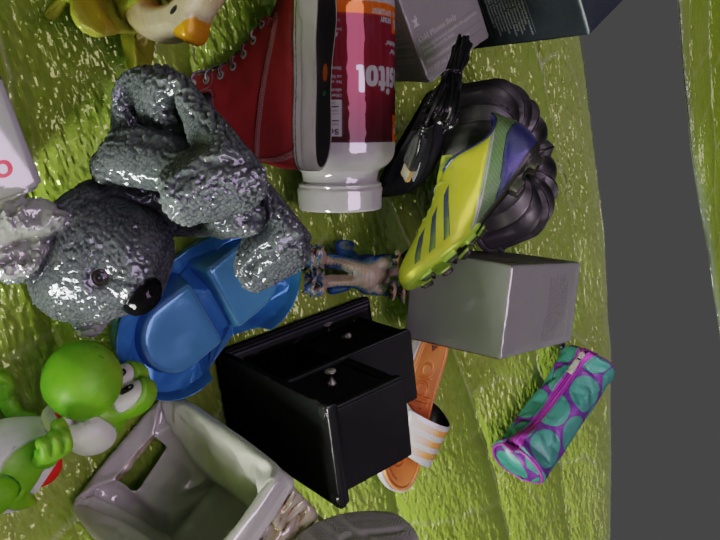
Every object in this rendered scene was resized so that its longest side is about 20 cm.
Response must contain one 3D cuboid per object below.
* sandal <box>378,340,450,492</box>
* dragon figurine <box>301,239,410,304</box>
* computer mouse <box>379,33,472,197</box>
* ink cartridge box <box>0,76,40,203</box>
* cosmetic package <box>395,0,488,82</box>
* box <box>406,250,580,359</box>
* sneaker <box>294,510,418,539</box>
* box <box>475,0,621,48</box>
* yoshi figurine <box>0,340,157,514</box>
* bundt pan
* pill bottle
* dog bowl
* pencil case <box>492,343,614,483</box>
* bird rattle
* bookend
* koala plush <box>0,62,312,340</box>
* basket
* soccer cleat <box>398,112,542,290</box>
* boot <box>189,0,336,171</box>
[{"bbox_3d":[0.074,0.164,0.903,0.078,0.059,0.211,17,87,-39],"label":"sandal"},{"bbox_3d":[0.000,0.000,0.811,0.200,0.097,0.060,-9,107,-75],"label":"dragon figurine"},{"bbox_3d":[0.064,-0.120,0.756,0.045,0.201,0.142,25,47,-6],"label":"computer mouse"},{"bbox_3d":[-0.328,-0.129,0.513,0.144,0.083,0.204,-27,114,-32],"label":"ink cartridge box"},{"bbox_3d":[0.045,-0.310,0.784,0.106,0.089,0.202,-39,122,-23],"label":"cosmetic package"},{"bbox_3d":[0.157,0.032,0.878,0.198,0.122,0.100,-1,99,-53],"label":"box"},{"bbox_3d":[-0.037,0.276,0.598,0.197,0.077,0.114,-22,125,-28],"label":"sneaker"},{"bbox_3d":[0.190,-0.331,0.824,0.148,0.198,0.108,-44,121,-23],"label":"box"},{"bbox_3d":[-0.257,0.119,0.585,0.198,0.112,0.114,-32,90,-19],"label":"yoshi figurine"},{"bbox_3d":[0.169,-0.127,0.876,0.200,0.075,0.207,22,62,-50],"label":"bundt pan"},{"bbox_3d":[-0.021,-0.162,0.738,0.111,0.112,0.205,-9,103,-37],"label":"pill bottle"},{"bbox_3d":[-0.146,0.030,0.710,0.199,0.049,0.113,-41,120,-27],"label":"dog bowl"},{"bbox_3d":[0.265,0.194,1.047,0.200,0.084,0.093,-48,139,-23],"label":"pencil case"},{"bbox_3d":[-0.148,-0.253,0.600,0.112,0.161,0.203,25,91,-56],"label":"bird rattle"},{"bbox_3d":[-0.007,0.112,0.740,0.196,0.198,0.094,-18,109,-34],"label":"bookend"},{"bbox_3d":[-0.171,-0.037,0.576,0.199,0.184,0.178,-41,157,-3],"label":"koala plush"},{"bbox_3d":[-0.132,0.219,0.660,0.136,0.198,0.124,-50,128,-20],"label":"basket"},{"bbox_3d":[0.098,-0.069,0.768,0.201,0.083,0.065,-49,170,2],"label":"soccer cleat"},{"bbox_3d":[-0.095,-0.194,0.656,0.072,0.141,0.205,-42,139,-70],"label":"boot"}]
